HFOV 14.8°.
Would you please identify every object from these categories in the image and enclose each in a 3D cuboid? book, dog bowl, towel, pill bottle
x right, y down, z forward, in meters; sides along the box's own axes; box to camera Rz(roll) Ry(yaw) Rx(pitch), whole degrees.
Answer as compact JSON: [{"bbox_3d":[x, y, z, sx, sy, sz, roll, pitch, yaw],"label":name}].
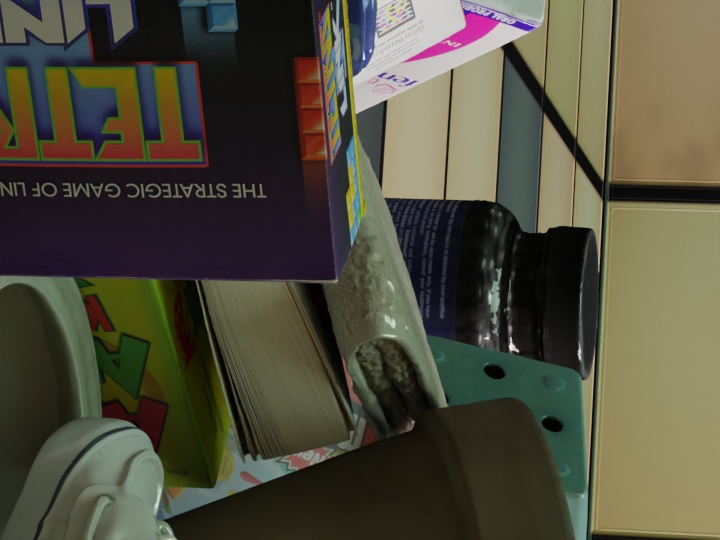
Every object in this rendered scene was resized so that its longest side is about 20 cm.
[{"bbox_3d":[-0.048,-0.039,1.141,0.200,0.048,0.134,-99,174,-50],"label":"book"},{"bbox_3d":[-0.156,0.086,1.003,0.200,0.073,0.201,2,90,-79],"label":"dog bowl"},{"bbox_3d":[0.000,0.000,1.152,0.200,0.034,0.133,66,6,-69],"label":"towel"},{"bbox_3d":[0.030,0.015,1.558,0.112,0.199,0.112,2,90,-78],"label":"pill bottle"}]

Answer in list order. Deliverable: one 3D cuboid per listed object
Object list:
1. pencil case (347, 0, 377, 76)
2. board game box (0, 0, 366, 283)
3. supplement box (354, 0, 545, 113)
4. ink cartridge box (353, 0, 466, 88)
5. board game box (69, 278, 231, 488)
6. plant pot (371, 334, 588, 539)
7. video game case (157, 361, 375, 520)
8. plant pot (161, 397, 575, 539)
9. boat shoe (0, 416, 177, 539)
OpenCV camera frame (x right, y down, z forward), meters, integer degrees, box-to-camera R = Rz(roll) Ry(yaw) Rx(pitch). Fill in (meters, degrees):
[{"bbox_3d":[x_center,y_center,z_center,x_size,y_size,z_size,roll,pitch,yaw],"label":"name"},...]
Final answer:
[{"bbox_3d":[-0.089,-0.106,0.998,0.078,0.199,0.087,94,-8,-65],"label":"pencil case"},{"bbox_3d":[-0.105,-0.081,0.913,0.057,0.199,0.166,-70,158,-60],"label":"board game box"},{"bbox_3d":[0.001,-0.155,1.392,0.200,0.101,0.104,-19,-119,59],"label":"supplement box"},{"bbox_3d":[-0.047,-0.203,1.211,0.200,0.084,0.176,56,-8,31],"label":"ink cartridge box"},{"bbox_3d":[-0.118,0.006,1.094,0.200,0.101,0.048,78,18,-47],"label":"board game box"},{"bbox_3d":[0.036,0.138,1.341,0.142,0.141,0.201,-88,-166,-52],"label":"plant pot"},{"bbox_3d":[-0.062,0.087,1.223,0.143,0.017,0.201,31,57,-26],"label":"video game case"},{"bbox_3d":[-0.011,0.159,1.095,0.200,0.173,0.201,174,-90,-81],"label":"plant pot"},{"bbox_3d":[-0.093,0.116,0.971,0.200,0.065,0.074,-67,156,-59],"label":"boat shoe"}]
